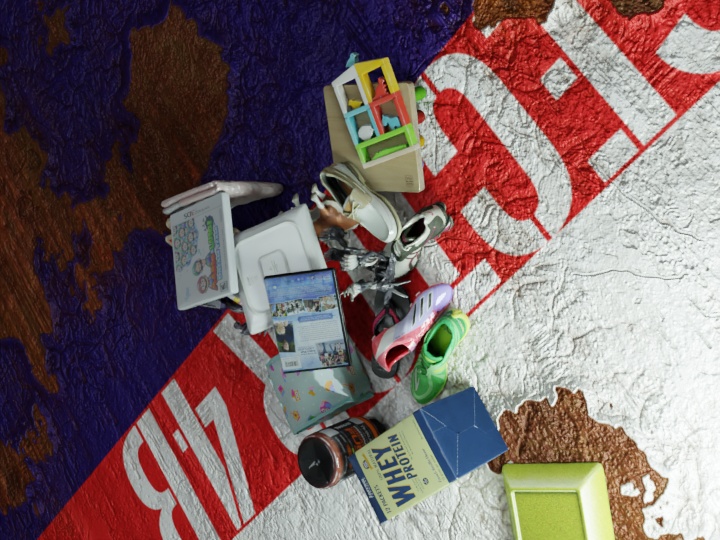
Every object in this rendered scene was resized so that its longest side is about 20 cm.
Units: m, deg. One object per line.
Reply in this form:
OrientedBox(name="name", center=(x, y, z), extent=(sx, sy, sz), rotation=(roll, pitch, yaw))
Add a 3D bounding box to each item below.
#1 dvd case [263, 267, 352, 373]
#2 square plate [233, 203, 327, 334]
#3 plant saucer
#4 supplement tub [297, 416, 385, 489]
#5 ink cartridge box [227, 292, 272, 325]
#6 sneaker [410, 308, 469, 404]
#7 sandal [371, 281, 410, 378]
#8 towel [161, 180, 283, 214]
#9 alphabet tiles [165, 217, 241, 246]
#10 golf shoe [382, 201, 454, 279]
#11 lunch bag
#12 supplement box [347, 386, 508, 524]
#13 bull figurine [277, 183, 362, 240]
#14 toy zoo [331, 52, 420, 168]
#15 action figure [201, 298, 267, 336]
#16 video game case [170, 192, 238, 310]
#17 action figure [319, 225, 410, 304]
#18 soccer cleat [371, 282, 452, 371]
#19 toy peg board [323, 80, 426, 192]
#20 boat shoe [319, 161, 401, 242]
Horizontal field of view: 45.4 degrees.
OrientedBox(name="dvd case", center=(-0.100, 0.098, 1.655), extent=(0.139, 0.018, 0.204), rotation=(-7, 108, 8))
OrientedBox(name="square plate", center=(-0.164, -0.003, 1.684), extent=(0.195, 0.028, 0.204), rotation=(-22, 81, 14))
OrientedBox(name="plant saucer", center=(0.343, 0.448, 1.521), extent=(0.197, 0.047, 0.204), rotation=(-10, 89, 37))
OrientedBox(name="supplement tub", center=(-0.028, 0.349, 1.689), extent=(0.105, 0.199, 0.110), rotation=(5, 99, 34))
OrientedBox(name="ink cartridge box", center=(-0.199, 0.038, 1.784), extent=(0.198, 0.144, 0.085), rotation=(30, 98, 16))
OrientedBox(name="sneaker", center=(0.135, 0.162, 1.621), extent=(0.074, 0.083, 0.203), rotation=(33, 114, 28))
OrientedBox(name="sandal", center=(0.055, 0.120, 1.689), extent=(0.074, 0.045, 0.205), rotation=(9, 103, 16))
OrientedBox(name="towel", center=(-0.294, -0.155, 1.830), extent=(0.188, 0.198, 0.033), rotation=(-14, 86, 36))
OrientedBox(name="alphabet tiles", center=(-0.328, -0.063, 1.887), extent=(0.193, 0.200, 0.015), rotation=(-16, 48, 37))
OrientedBox(name="golf shoe", center=(0.086, -0.056, 1.632), extent=(0.078, 0.087, 0.200), rotation=(53, 124, 17))
OrientedBox(name="lunch bag", center=(-0.095, 0.228, 1.777), extent=(0.198, 0.121, 0.173), rotation=(-32, 77, 28))
OrientedBox(name="supplement box", center=(0.124, 0.335, 1.576), extent=(0.199, 0.198, 0.136), rotation=(-40, 71, 33))
OrientedBox(name="bull figurine", center=(-0.073, -0.112, 1.734), extent=(0.121, 0.066, 0.198), rotation=(42, 136, -23))
OrientedBox(name="toy zoo", center=(0.022, -0.300, 1.574), extent=(0.130, 0.020, 0.204), rotation=(-13, 102, 41))
OrientedBox(name="action figure", center=(-0.261, 0.074, 1.912), extent=(0.197, 0.069, 0.133), rotation=(15, 86, 29))
OrientedBox(name="video game case", center=(-0.319, -0.036, 1.742), extent=(0.180, 0.023, 0.205), rotation=(-16, 77, 41))
OrientedBox(name="action figure", center=(0.000, 0.000, 1.637), extent=(0.199, 0.101, 0.121), rotation=(36, 139, 36))
OrientedBox(name="soccer cleat", center=(0.104, 0.107, 1.620), extent=(0.199, 0.067, 0.077), rotation=(-41, 42, 12))
OrientedBox(name="toy peg board", center=(0.046, -0.264, 1.650), extent=(0.197, 0.097, 0.203), rotation=(7, 114, 36))
OrientedBox(name="boat shoe", center=(-0.004, -0.123, 1.617), extent=(0.200, 0.068, 0.075), rotation=(48, 133, 27))
